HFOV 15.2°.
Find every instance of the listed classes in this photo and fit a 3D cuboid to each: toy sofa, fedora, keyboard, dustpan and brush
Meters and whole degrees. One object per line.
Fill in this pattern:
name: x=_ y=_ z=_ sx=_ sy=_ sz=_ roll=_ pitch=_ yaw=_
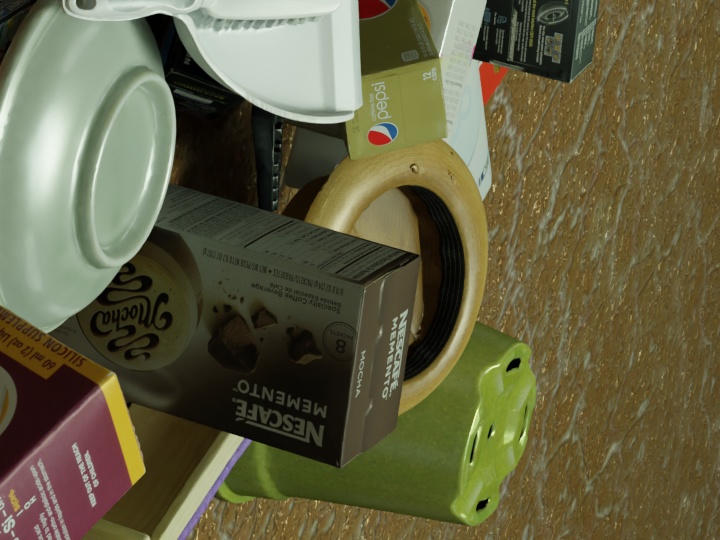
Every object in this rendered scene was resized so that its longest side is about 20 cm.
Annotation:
toy sofa: x=-0.118 y=0.124 z=1.687 sx=0.200 sy=0.082 sz=0.098 roll=-57 pitch=152 yaw=-39
fedora: x=0.000 y=0.000 z=1.726 sx=0.200 sy=0.082 sz=0.202 roll=-21 pitch=119 yaw=-43
keyboard: x=-0.044 y=-0.114 z=1.645 sx=0.200 sy=0.039 sz=0.105 roll=-92 pitch=178 yaw=-59
dustpan and brush: x=-0.075 y=-0.144 z=1.422 sx=0.199 sy=0.057 sz=0.141 roll=-5 pitch=96 yaw=-29

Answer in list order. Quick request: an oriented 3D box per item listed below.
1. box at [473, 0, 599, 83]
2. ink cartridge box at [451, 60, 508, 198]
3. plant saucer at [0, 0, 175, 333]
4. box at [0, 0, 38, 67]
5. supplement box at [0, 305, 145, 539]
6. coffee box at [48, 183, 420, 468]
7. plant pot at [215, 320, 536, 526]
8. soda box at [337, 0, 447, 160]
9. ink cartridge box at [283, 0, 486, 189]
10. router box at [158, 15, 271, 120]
box: x=0.089 y=-0.243 z=1.842 sx=0.044 sy=0.159 sz=0.201 roll=-43 pitch=143 yaw=-54
ink cartridge box: x=0.087 y=-0.139 z=2.069 sx=0.201 sy=0.047 sz=0.161 roll=-59 pitch=154 yaw=-31
plant saucer: x=-0.141 y=-0.058 z=1.427 sx=0.200 sy=0.050 sz=0.202 roll=14 pitch=90 yaw=-73
box: x=-0.197 y=-0.048 z=1.418 sx=0.137 sy=0.040 sz=0.201 roll=-44 pitch=144 yaw=-53
supplement box: x=-0.217 y=0.117 z=1.331 sx=0.200 sy=0.110 sz=0.086 roll=-46 pitch=146 yaw=-27
coffee box: x=-0.075 y=0.026 z=1.559 sx=0.080 sy=0.199 sz=0.114 roll=-31 pitch=133 yaw=-61
plant pot: x=0.016 y=0.089 z=1.861 sx=0.200 sy=0.183 sz=0.202 roll=16 pitch=90 yaw=-70
soda box: x=-0.003 y=-0.163 z=1.647 sx=0.068 sy=0.064 sz=0.201 roll=82 pitch=-9 yaw=-47
ink cartridge box: x=0.009 y=-0.142 z=1.772 sx=0.068 sy=0.114 sz=0.201 roll=4 pitch=101 yaw=-70
router box: x=-0.066 y=-0.192 z=1.547 sx=0.149 sy=0.051 sz=0.201 roll=167 pitch=-58 yaw=-79
